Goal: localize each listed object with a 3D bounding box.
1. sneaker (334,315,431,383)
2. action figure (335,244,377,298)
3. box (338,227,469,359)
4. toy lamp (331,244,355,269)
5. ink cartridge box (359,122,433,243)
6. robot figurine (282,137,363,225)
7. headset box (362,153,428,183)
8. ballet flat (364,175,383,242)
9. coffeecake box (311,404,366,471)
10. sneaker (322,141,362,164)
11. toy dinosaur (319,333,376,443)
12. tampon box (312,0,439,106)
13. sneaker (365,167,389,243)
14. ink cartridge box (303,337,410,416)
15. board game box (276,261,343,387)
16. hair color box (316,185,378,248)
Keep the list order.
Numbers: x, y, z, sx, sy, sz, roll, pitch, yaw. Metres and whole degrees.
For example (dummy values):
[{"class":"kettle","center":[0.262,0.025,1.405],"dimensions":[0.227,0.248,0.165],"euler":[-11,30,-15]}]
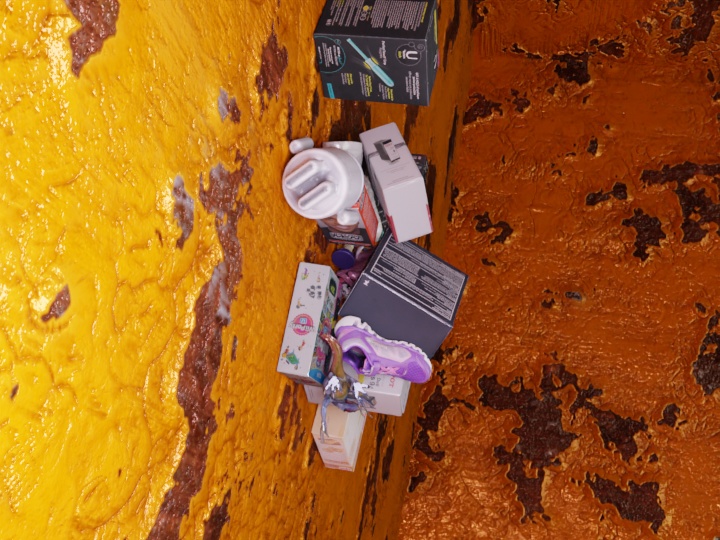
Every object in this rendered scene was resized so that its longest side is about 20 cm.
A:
[{"class":"sneaker","center":[0.036,0.166,1.452],"dimensions":[0.081,0.199,0.089],"euler":[-61,-175,35]},{"class":"action figure","center":[0.000,0.000,1.699],"dimensions":[0.200,0.134,0.149],"euler":[-30,94,-45]},{"class":"box","center":[0.088,0.049,1.544],"dimensions":[0.124,0.199,0.199],"euler":[-59,180,32]},{"class":"toy lamp","center":[-0.012,-0.085,1.710],"dimensions":[0.200,0.058,0.058],"euler":[-67,160,-45]},{"class":"ink cartridge box","center":[0.070,-0.178,1.576],"dimensions":[0.200,0.082,0.147],"euler":[-110,-178,-46]},{"class":"robot figurine","center":[-0.059,-0.147,1.306],"dimensions":[0.170,0.113,0.200],"euler":[60,17,-2]},{"class":"headset box","center":[0.072,-0.171,1.835],"dimensions":[0.077,0.148,0.201],"euler":[51,47,-73]},{"class":"ballet flat","center":[-0.001,-0.139,1.669],"dimensions":[0.072,0.071,0.201],"euler":[85,-8,-45]},{"class":"coffeecake box","center":[-0.043,0.336,1.747],"dimensions":[0.200,0.073,0.154],"euler":[79,21,-55]},{"class":"sneaker","center":[-0.031,-0.188,1.521],"dimensions":[0.200,0.073,0.116],"euler":[-4,97,-79]},{"class":"toy dinosaur","center":[-0.028,0.215,1.449],"dimensions":[0.181,0.104,0.201],"euler":[148,-61,-79]},{"class":"tampon box","center":[0.034,-0.398,1.407],"dimensions":[0.150,0.199,0.127],"euler":[81,20,-53]},{"class":"sneaker","center":[0.067,-0.146,1.740],"dimensions":[0.090,0.078,0.201],"euler":[31,53,-58]},{"class":"ink cartridge box","center":[0.001,0.198,1.572],"dimensions":[0.088,0.199,0.146],"euler":[83,19,-51]},{"class":"board game box","center":[-0.088,0.103,1.436],"dimensions":[0.148,0.064,0.201],"euler":[59,41,-71]},{"class":"hair color box","center":[-0.030,-0.109,1.501],"dimensions":[0.200,0.101,0.062],"euler":[63,36,-68]}]
